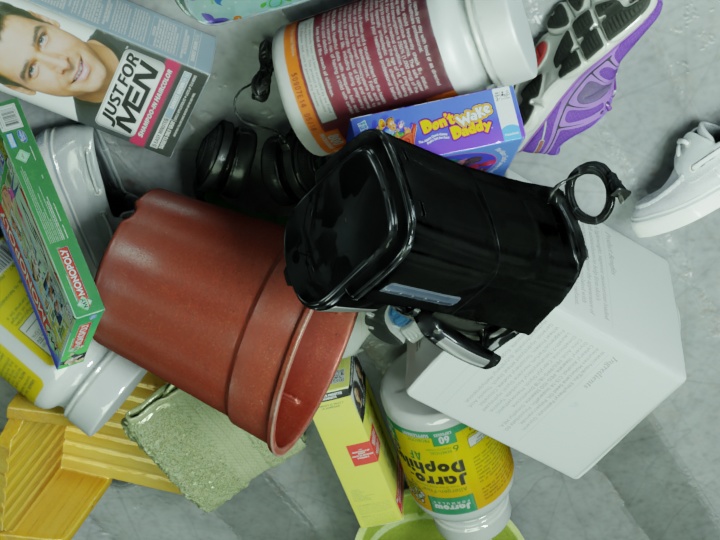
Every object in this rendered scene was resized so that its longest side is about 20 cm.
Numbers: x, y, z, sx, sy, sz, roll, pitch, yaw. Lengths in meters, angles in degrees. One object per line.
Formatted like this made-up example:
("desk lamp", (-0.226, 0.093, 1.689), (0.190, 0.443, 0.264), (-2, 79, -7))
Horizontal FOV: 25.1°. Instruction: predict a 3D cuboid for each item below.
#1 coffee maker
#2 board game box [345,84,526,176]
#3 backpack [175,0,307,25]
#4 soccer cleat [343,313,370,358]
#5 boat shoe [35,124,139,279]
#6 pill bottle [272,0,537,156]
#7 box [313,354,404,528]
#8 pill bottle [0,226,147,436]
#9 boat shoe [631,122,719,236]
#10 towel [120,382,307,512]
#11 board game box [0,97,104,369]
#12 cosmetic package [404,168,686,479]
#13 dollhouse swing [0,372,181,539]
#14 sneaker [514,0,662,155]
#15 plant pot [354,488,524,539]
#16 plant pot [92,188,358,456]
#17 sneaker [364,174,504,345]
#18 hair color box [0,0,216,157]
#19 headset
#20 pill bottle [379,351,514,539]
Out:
("coffee maker", (0.066, -0.035, 1.242), (0.199, 0.135, 0.193), (15, 114, -44))
("board game box", (0.054, -0.090, 1.354), (0.133, 0.045, 0.200), (-12, 169, -6))
("backpack", (-0.067, -0.288, 1.226), (0.198, 0.151, 0.179), (-12, 128, 7))
("soccer cleat", (0.000, 0.000, 1.519), (0.077, 0.069, 0.201), (-3, 129, -38))
("boat shoe", (-0.229, -0.050, 1.485), (0.068, 0.072, 0.202), (-13, 119, 13))
("pill bottle", (0.038, -0.175, 1.330), (0.198, 0.115, 0.115), (-16, 128, 16))
("box", (-0.004, 0.168, 1.647), (0.050, 0.076, 0.201), (-11, 128, 12))
("pill bottle", (-0.296, 0.054, 1.498), (0.200, 0.114, 0.114), (40, 124, 0))
("boat shoe", (0.313, -0.098, 1.411), (0.199, 0.072, 0.069), (-31, 96, 35))
("towel", (-0.142, 0.159, 1.614), (0.148, 0.037, 0.201), (-35, 140, -4))
("board game box", (-0.278, -0.029, 1.397), (0.029, 0.202, 0.135), (-19, 165, -24))
("cosmetic package", (0.166, 0.050, 1.481), (0.199, 0.166, 0.165), (28, 127, -19))
("dollhouse swing", (-0.247, 0.191, 1.626), (0.174, 0.182, 0.201), (23, 129, 8))
("sneaker", (0.191, -0.173, 1.367), (0.083, 0.081, 0.200), (12, 139, -29))
("plant pot", (0.070, 0.365, 1.752), (0.198, 0.202, 0.185), (10, 142, -6))
("plant pot", (-0.119, 0.032, 1.414), (0.194, 0.201, 0.202), (22, 131, 11))
("sneaker", (0.067, -0.027, 1.419), (0.074, 0.087, 0.200), (28, 130, -18))
("hair color box", (-0.232, -0.183, 1.372), (0.198, 0.061, 0.099), (21, 128, -14))
("headset", (-0.086, -0.107, 1.436), (0.122, 0.095, 0.201), (6, 146, 3))
("pill bottle", (0.093, 0.179, 1.626), (0.111, 0.113, 0.201), (-9, 130, 10))
